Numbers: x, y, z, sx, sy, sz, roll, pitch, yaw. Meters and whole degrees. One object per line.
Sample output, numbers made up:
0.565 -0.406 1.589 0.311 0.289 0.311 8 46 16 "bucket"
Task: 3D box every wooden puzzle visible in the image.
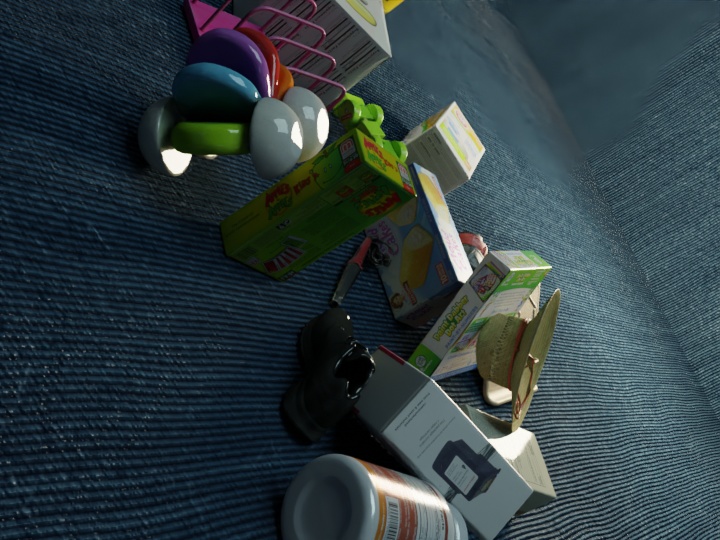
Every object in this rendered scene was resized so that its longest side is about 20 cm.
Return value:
0.232 0.102 1.575 0.185 0.046 0.203 -4 94 -58 "wooden puzzle"

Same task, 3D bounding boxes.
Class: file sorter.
-0.120 -0.288 1.280 0.138 0.125 0.202 10 54 -48 "file sorter"

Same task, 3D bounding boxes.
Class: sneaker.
-0.021 0.103 1.090 0.076 0.090 0.201 46 26 -22 "sneaker"
0.194 0.038 1.616 0.201 0.070 0.098 58 39 -29 "sneaker"

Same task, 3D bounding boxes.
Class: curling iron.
0.000 0.000 1.317 0.049 0.026 0.200 32 28 5 "curling iron"

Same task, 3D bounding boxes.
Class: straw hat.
0.200 0.109 1.337 0.201 0.084 0.203 18 90 -71 "straw hat"

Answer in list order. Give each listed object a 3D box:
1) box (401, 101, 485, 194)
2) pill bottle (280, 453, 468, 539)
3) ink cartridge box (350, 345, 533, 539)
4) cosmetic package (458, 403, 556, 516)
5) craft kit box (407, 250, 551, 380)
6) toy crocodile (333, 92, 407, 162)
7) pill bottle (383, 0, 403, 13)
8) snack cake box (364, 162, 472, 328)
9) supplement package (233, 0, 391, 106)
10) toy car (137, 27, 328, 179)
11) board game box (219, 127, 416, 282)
0.139 -0.209 1.748 0.113 0.101 0.200 55 24 -9 "box"
0.022 0.254 0.973 0.199 0.112 0.113 30 37 -49 "pill bottle"
0.082 0.195 1.118 0.200 0.084 0.145 48 -8 -22 "ink cartridge box"
0.175 0.257 1.317 0.199 0.071 0.106 30 36 -48 "cosmetic package"
0.169 0.061 1.381 0.049 0.198 0.199 44 18 19 "craft kit box"
0.012 -0.201 1.507 0.067 0.062 0.201 2 49 -45 "toy crocodile"
0.025 -0.511 1.753 0.112 0.199 0.113 43 28 -30 "pill bottle"
0.079 -0.036 1.415 0.067 0.114 0.202 21 43 -53 "snack cake box"
-0.075 -0.398 1.492 0.200 0.146 0.193 37 32 -38 "supplement package"
-0.135 -0.184 1.057 0.200 0.173 0.152 -46 137 -65 "toy car"
-0.049 -0.068 1.096 0.101 0.199 0.048 27 38 -49 "board game box"
